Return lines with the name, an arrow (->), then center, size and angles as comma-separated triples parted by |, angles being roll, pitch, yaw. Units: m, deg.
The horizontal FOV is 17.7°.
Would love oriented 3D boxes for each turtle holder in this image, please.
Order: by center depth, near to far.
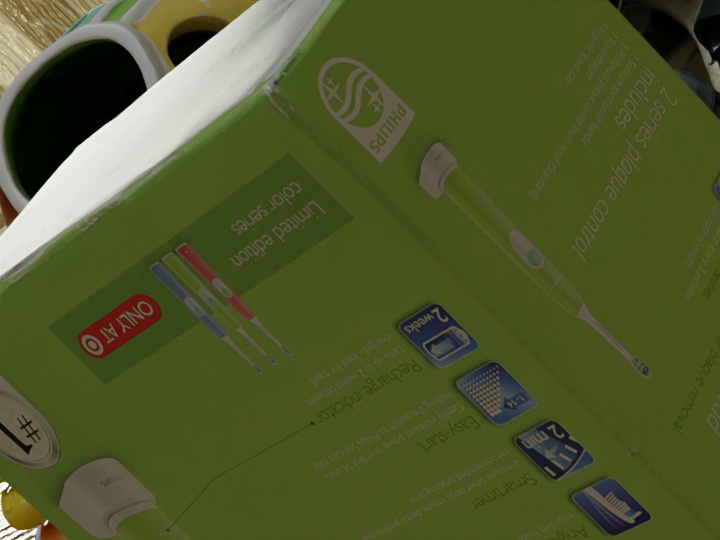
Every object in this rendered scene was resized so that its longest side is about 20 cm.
turtle holder -> -0.054, -0.047, 0.878 | 0.185, 0.141, 0.132 | -12, -16, 28

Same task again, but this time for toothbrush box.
toothbrush box -> 0.028, 0.038, 0.474 | 0.146, 0.200, 0.086 | -33, 16, 47

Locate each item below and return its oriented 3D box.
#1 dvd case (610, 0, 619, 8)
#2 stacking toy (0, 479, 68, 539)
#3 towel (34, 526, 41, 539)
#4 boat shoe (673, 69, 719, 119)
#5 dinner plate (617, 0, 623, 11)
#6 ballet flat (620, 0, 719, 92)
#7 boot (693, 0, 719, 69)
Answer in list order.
dvd case -> 0.063, -0.046, 0.849 | 0.149, 0.016, 0.200 | 101, -168, -52
stacking toy -> -0.126, 0.057, 0.924 | 0.116, 0.200, 0.110 | -43, 12, 32
towel -> -0.128, 0.104, 1.089 | 0.200, 0.024, 0.145 | -149, 74, -78
boat shoe -> 0.060, 0.018, 0.761 | 0.200, 0.062, 0.073 | -46, 15, 3
dinner plate -> 0.042, -0.095, 0.997 | 0.200, 0.200, 0.024 | -34, 56, 43
ballet flat -> 0.129, -0.087, 0.876 | 0.062, 0.067, 0.200 | -53, 11, 4
boot -> 0.209, -0.124, 0.691 | 0.200, 0.076, 0.168 | 6, 72, 28
